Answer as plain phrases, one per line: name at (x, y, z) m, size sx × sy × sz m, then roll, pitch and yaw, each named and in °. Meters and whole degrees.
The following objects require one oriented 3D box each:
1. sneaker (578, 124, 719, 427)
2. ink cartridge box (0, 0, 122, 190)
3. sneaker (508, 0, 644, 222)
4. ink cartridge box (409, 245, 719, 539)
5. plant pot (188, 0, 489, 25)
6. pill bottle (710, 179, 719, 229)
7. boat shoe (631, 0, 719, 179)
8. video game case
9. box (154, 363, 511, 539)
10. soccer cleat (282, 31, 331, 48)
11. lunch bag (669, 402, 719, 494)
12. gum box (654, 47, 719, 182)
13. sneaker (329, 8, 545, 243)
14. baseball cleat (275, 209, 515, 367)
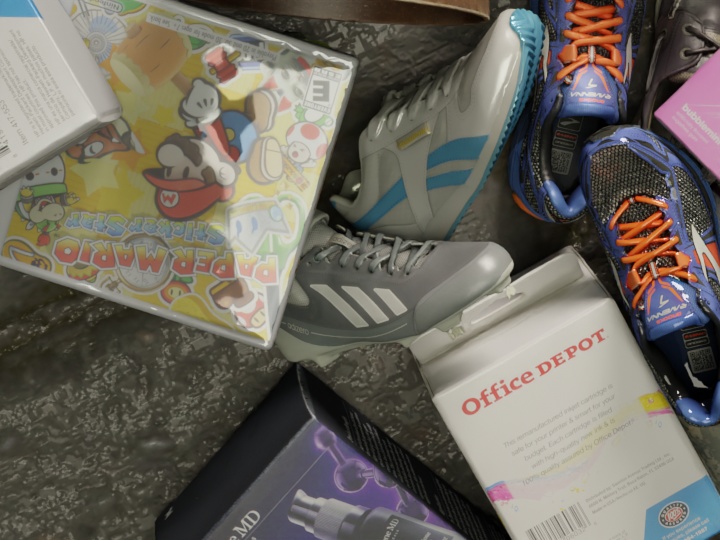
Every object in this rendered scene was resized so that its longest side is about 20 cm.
sneaker at (0.186, 0.005, 1.490) m, size 0.075 × 0.078 × 0.201 m, roll -23°, pitch 105°, yaw 18°
ink cartridge box at (-0.261, -0.100, 1.446) m, size 0.199 × 0.086 × 0.147 m, roll -30°, pitch 93°, yaw 9°
sneaker at (0.140, -0.121, 1.540) m, size 0.075 × 0.078 × 0.201 m, roll 3°, pitch 106°, yaw -8°
ink cartridge box at (0.124, 0.089, 1.583) m, size 0.128 × 0.125 × 0.201 m, roll -29°, pitch 107°, yaw 1°
plant pot at (-0.010, -0.252, 1.451) m, size 0.186 × 0.187 × 0.201 m, roll 4°, pitch 92°, yaw -9°
pill bottle at (0.279, -0.036, 1.576) m, size 0.200 × 0.110 × 0.110 m, roll -45°, pitch 107°, yaw 6°
boat shoe at (0.212, -0.124, 1.563) m, size 0.072 × 0.065 × 0.201 m, roll 16°, pitch 103°, yaw -10°
video game case at (-0.121, -0.069, 1.492) m, size 0.199 × 0.023 × 0.183 m, roll 17°, pitch 97°, yaw 1°
box at (-0.011, 0.185, 1.605) m, size 0.200 × 0.104 × 0.148 m, roll 38°, pitch 99°, yaw -17°
soccer cleat at (-0.102, -0.081, 1.537) m, size 0.199 × 0.065 × 0.084 m, roll -24°, pitch 111°, yaw 3°
lunch bag at (0.318, 0.107, 1.618) m, size 0.199 × 0.118 × 0.164 m, roll -32°, pitch 111°, yaw 3°
gum box at (0.284, -0.061, 1.485) m, size 0.114 × 0.066 × 0.200 m, roll -45°, pitch 83°, yaw 7°
sneaker at (0.047, -0.084, 1.514) m, size 0.081 × 0.077 × 0.200 m, roll 31°, pitch 130°, yaw 0°
baseball cleat at (0.000, 0.000, 1.523) m, size 0.199 × 0.070 × 0.107 m, roll -21°, pitch 107°, yaw 43°
